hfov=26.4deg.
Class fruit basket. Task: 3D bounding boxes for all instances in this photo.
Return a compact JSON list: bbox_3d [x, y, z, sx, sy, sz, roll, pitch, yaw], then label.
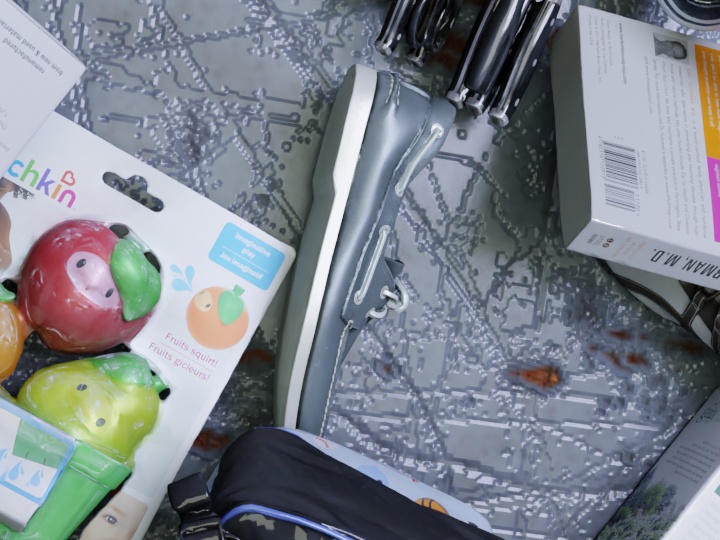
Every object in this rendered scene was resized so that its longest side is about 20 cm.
[{"bbox_3d":[-0.154,0.032,0.746,0.185,0.094,0.200,31,85,-8],"label":"fruit basket"}]

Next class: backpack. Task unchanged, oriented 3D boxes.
[{"bbox_3d":[-0.023,0.183,0.731,0.200,0.154,0.191,27,108,-4],"label":"backpack"}]

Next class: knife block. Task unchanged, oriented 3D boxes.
[{"bbox_3d":[0.091,-0.177,0.749,0.200,0.064,0.176,-22,82,21],"label":"knife block"}]

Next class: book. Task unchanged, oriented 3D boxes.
[{"bbox_3d":[0.192,-0.047,0.760,0.199,0.048,0.134,15,53,-17],"label":"book"}]

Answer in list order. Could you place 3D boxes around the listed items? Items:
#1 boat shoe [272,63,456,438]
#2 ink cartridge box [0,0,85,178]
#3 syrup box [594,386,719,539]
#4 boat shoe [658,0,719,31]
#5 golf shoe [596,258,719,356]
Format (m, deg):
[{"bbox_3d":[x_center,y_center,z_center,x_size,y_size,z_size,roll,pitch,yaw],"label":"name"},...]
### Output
[{"bbox_3d":[0.000,0.000,0.774,0.062,0.073,0.201,12,93,-12],"label":"boat shoe"},{"bbox_3d":[-0.247,-0.063,0.700,0.145,0.084,0.200,36,87,29],"label":"ink cartridge box"},{"bbox_3d":[0.168,0.163,0.801,0.081,0.079,0.200,41,87,-7],"label":"syrup box"},{"bbox_3d":[0.175,-0.210,0.710,0.071,0.091,0.201,8,103,3],"label":"boat shoe"},{"bbox_3d":[0.201,0.012,0.792,0.200,0.094,0.078,39,90,-6],"label":"golf shoe"}]
